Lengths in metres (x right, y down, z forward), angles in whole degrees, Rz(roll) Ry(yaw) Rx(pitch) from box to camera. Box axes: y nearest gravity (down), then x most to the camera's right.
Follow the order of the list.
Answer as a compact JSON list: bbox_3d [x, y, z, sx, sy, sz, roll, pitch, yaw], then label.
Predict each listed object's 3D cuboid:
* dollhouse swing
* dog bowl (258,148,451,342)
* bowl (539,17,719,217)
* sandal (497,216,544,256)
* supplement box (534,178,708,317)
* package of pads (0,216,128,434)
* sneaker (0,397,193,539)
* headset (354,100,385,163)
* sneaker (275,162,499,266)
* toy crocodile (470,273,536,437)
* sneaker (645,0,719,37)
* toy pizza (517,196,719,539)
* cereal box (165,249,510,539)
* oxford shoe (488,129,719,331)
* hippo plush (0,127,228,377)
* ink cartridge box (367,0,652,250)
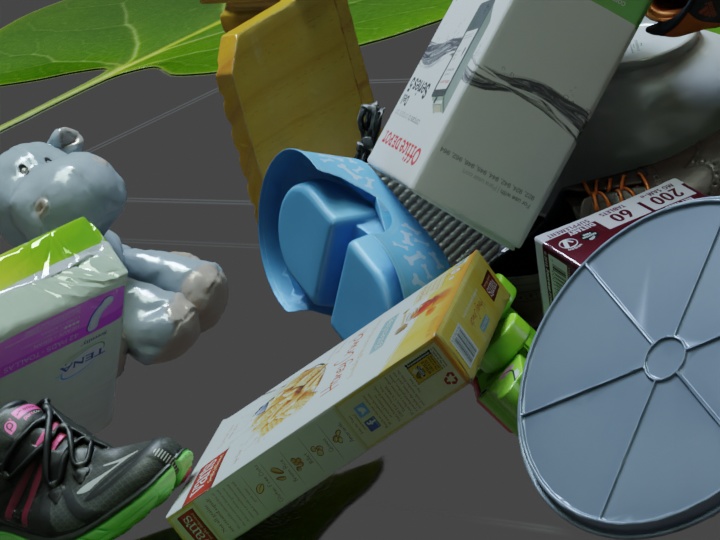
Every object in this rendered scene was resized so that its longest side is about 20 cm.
[{"bbox_3d":[-0.085,-0.120,2.032,0.181,0.201,0.176,3,25,45],"label":"dollhouse swing"},{"bbox_3d":[0.000,0.000,1.679,0.049,0.112,0.200,-7,37,-29],"label":"dog bowl"},{"bbox_3d":[0.186,-0.115,1.745,0.200,0.091,0.201,-11,24,5],"label":"bowl"},{"bbox_3d":[0.127,-0.010,1.765,0.075,0.045,0.200,-5,37,27],"label":"sandal"},{"bbox_3d":[0.199,0.022,1.497,0.108,0.061,0.200,-23,33,-23],"label":"supplement box"},{"bbox_3d":[-0.242,0.072,1.651,0.199,0.155,0.068,-26,57,-31],"label":"package of pads"},{"bbox_3d":[-0.185,0.118,1.542,0.199,0.084,0.077,-8,22,36],"label":"sneaker"},{"bbox_3d":[0.092,-0.087,1.917,0.199,0.094,0.124,-4,32,-12],"label":"headset"},{"bbox_3d":[0.022,-0.035,1.821,0.199,0.074,0.082,13,2,-25],"label":"sneaker"},{"bbox_3d":[0.088,0.057,1.548,0.062,0.067,0.200,-45,14,9],"label":"toy crocodile"},{"bbox_3d":[0.231,-0.189,1.689,0.111,0.078,0.200,-7,-1,3],"label":"sneaker"},{"bbox_3d":[0.170,0.053,1.393,0.200,0.032,0.201,-25,47,30],"label":"toy pizza"},{"bbox_3d":[-0.012,0.076,1.498,0.200,0.040,0.144,-34,10,20],"label":"cereal box"},{"bbox_3d":[0.168,-0.032,1.625,0.200,0.073,0.071,-39,36,8],"label":"oxford shoe"},{"bbox_3d":[-0.192,-0.022,1.879,0.159,0.162,0.200,-24,19,-26],"label":"hippo plush"},{"bbox_3d":[0.096,-0.127,1.649,0.084,0.201,0.145,28,3,-13],"label":"ink cartridge box"}]
